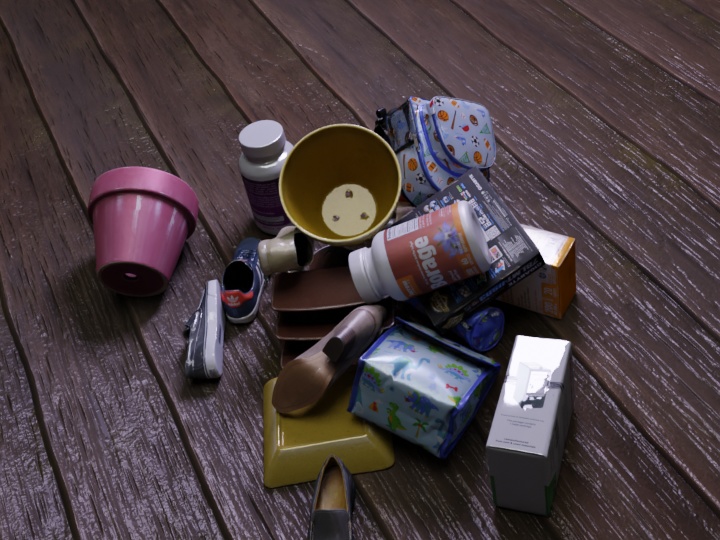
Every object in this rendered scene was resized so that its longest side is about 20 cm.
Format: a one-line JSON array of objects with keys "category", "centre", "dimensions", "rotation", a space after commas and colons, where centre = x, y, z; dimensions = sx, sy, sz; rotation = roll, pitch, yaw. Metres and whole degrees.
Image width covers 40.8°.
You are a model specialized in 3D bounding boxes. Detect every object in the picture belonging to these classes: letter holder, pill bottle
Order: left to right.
[{"category": "pill bottle", "centre": [-0.163, -0.174, 1.800], "dimensions": [0.111, 0.201, 0.113], "rotation": [-7, 44, 6]}, {"category": "letter holder", "centre": [-0.041, 0.079, 1.587], "dimensions": [0.198, 0.101, 0.143], "rotation": [-6, 46, 7]}, {"category": "pill bottle", "centre": [0.088, -0.021, 1.463], "dimensions": [0.199, 0.112, 0.113], "rotation": [-21, 41, 15]}]

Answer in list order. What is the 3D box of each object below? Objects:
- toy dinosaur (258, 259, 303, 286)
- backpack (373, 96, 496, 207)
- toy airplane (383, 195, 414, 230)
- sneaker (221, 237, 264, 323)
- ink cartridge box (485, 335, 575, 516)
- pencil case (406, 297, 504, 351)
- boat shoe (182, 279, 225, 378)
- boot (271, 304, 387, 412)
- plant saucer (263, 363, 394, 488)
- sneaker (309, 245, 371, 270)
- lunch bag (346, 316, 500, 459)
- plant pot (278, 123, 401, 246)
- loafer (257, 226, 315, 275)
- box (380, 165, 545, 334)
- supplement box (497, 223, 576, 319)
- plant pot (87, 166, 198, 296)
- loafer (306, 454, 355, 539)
[{"category": "toy dinosaur", "centre": [-0.134, -0.003, 1.717], "dimensions": [0.088, 0.048, 0.200], "rotation": [9, 26, -30]}, {"category": "backpack", "centre": [0.144, -0.198, 1.658], "dimensions": [0.199, 0.154, 0.192], "rotation": [0, 78, -33]}, {"category": "toy airplane", "centre": [0.079, -0.126, 1.763], "dimensions": [0.199, 0.142, 0.199], "rotation": [-7, 46, -46]}, {"category": "sneaker", "centre": [-0.205, -0.004, 1.720], "dimensions": [0.074, 0.085, 0.201], "rotation": [-7, 44, 6]}, {"category": "ink cartridge box", "centre": [0.241, 0.213, 1.350], "dimensions": [0.083, 0.147, 0.201], "rotation": [6, 46, 20]}, {"category": "pencil case", "centre": [0.144, 0.056, 1.578], "dimensions": [0.087, 0.079, 0.200], "rotation": [8, 20, -48]}, {"category": "boat shoe", "centre": [-0.269, 0.099, 1.644], "dimensions": [0.067, 0.072, 0.201], "rotation": [-7, 51, 3]}, {"category": "boot", "centre": [-0.038, 0.130, 1.473], "dimensions": [0.070, 0.200, 0.146], "rotation": [50, 30, 6]}, {"category": "plant saucer", "centre": [-0.057, 0.221, 1.481], "dimensions": [0.198, 0.049, 0.201], "rotation": [-10, 44, 2]}, {"category": "sneaker", "centre": [0.000, 0.000, 1.695], "dimensions": [0.199, 0.084, 0.073], "rotation": [1, 71, 40]}, {"category": "lunch bag", "centre": [0.102, 0.157, 1.446], "dimensions": [0.169, 0.128, 0.200], "rotation": [26, 32, 18]}, {"category": "plant pot", "centre": [-0.025, -0.121, 1.610], "dimensions": [0.198, 0.142, 0.202], "rotation": [-2, 74, 7]}, {"category": "loafer", "centre": [-0.108, -0.032, 1.609], "dimensions": [0.068, 0.076, 0.200], "rotation": [-5, 12, 16]}, {"category": "box", "centre": [0.156, -0.035, 1.531], "dimensions": [0.198, 0.050, 0.201], "rotation": [-36, 58, 7]}, {"category": "supplement box", "centre": [0.249, -0.011, 1.592], "dimensions": [0.199, 0.127, 0.074], "rotation": [17, 52, 29]}, {"category": "plant pot", "centre": [-0.402, -0.060, 1.762], "dimensions": [0.198, 0.200, 0.180], "rotation": [-4, 60, 9]}, {"category": "loafer", "centre": [-0.043, 0.348, 1.329], "dimensions": [0.072, 0.073, 0.201], "rotation": [-7, 44, 4]}]
